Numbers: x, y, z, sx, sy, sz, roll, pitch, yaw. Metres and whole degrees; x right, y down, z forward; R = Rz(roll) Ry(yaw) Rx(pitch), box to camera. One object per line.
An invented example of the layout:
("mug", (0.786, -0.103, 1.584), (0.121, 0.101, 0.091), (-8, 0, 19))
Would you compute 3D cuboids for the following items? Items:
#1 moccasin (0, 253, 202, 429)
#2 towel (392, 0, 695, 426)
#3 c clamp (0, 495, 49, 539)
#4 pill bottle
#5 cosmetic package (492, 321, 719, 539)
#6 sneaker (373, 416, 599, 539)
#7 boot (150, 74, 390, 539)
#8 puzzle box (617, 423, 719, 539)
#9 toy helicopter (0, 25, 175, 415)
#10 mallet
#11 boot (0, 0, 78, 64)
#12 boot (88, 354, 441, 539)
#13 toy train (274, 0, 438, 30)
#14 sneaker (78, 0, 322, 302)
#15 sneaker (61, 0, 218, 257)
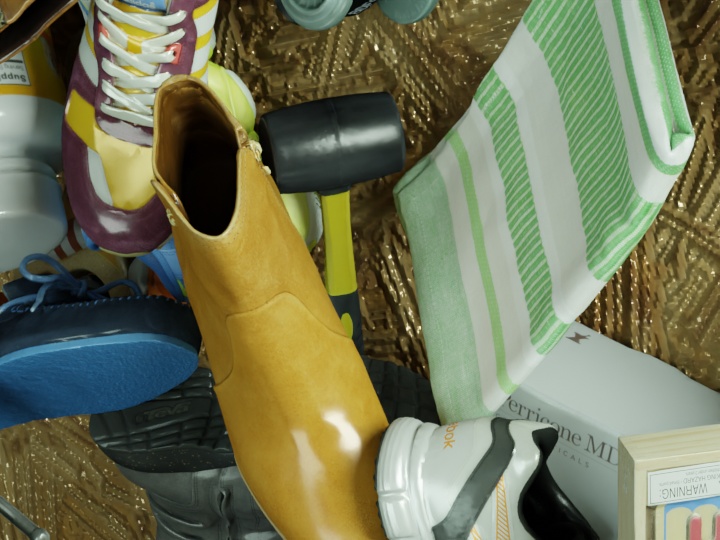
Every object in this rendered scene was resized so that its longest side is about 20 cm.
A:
("moccasin", (-0.159, 0.029, 1.329), (0.199, 0.080, 0.069), (-11, 58, 35))
("towel", (0.075, -0.041, 1.189), (0.200, 0.023, 0.153), (-53, 36, 41))
("c clamp", (-0.199, 0.010, 1.288), (0.170, 0.027, 0.201), (22, 122, 42))
("pill bottle", (-0.204, -0.102, 1.358), (0.109, 0.109, 0.201), (-35, 64, 43))
("cosmetic package", (0.101, 0.137, 1.263), (0.101, 0.071, 0.201), (27, 123, 30))
("sneaker", (0.071, 0.153, 1.195), (0.080, 0.074, 0.201), (-11, 112, 21))
("boot", (-0.044, 0.024, 1.188), (0.144, 0.070, 0.202), (67, 180, -61))
("puzzle box", (0.201, 0.120, 1.107), (0.025, 0.199, 0.134), (-117, 23, -66))
("toy helicopter", (-0.129, -0.024, 1.392), (0.132, 0.079, 0.201), (16, 106, 42))
("mallet", (0.000, 0.000, 1.304), (0.041, 0.066, 0.201), (-113, 8, -50))
("boot", (-0.151, -0.205, 1.249), (0.188, 0.068, 0.201), (-32, 49, 14))
("boot", (-0.025, 0.104, 1.348), (0.199, 0.070, 0.132), (6, 145, 26))
("toy train", (0.024, -0.180, 1.194), (0.200, 0.085, 0.115), (-27, 77, 46))
("sneaker", (-0.108, -0.073, 1.319), (0.200, 0.105, 0.076), (54, 166, 8))
("sneaker", (-0.100, -0.108, 1.249), (0.075, 0.090, 0.201), (8, 87, 9))
